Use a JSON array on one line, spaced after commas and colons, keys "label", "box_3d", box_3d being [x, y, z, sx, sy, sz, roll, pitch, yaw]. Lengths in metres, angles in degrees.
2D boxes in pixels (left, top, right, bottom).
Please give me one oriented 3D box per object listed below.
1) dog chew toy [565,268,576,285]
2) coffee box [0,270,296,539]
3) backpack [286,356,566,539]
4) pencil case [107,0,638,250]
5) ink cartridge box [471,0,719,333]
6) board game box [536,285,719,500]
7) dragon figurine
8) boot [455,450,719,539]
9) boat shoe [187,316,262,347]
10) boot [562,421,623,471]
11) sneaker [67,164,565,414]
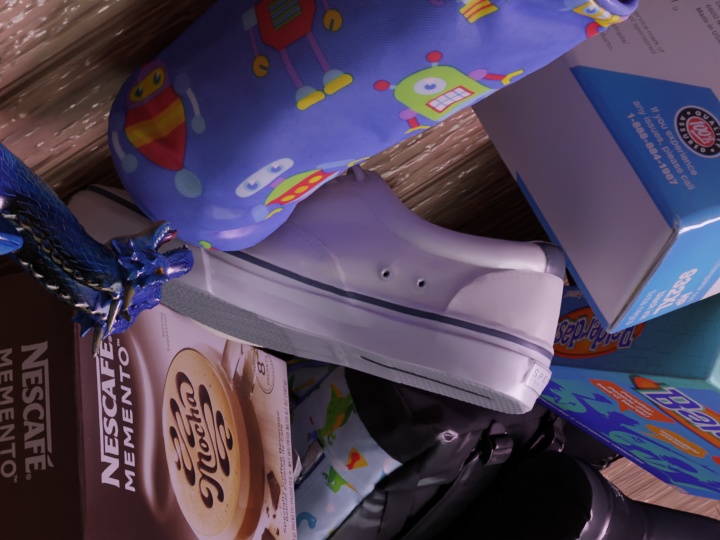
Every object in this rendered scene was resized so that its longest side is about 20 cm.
[{"label": "dog chew toy", "box_3d": [0.156, -0.012, 0.958, 0.124, 0.125, 0.200, -24, 164, -13]}, {"label": "coffee box", "box_3d": [-0.102, 0.078, 0.816, 0.079, 0.114, 0.200, -10, 163, 20]}, {"label": "backpack", "box_3d": [-0.012, 0.110, 0.992, 0.163, 0.154, 0.201, -7, 133, -58]}, {"label": "pencil case", "box_3d": [0.004, -0.076, 0.656, 0.199, 0.078, 0.087, -31, 142, 33]}, {"label": "ink cartridge box", "box_3d": [0.158, -0.081, 0.782, 0.199, 0.146, 0.084, -19, 155, -24]}, {"label": "board game box", "box_3d": [0.159, 0.061, 0.879, 0.045, 0.152, 0.200, -63, -157, -13]}, {"label": "dragon figurine", "box_3d": [-0.146, -0.014, 0.626, 0.199, 0.100, 0.059, -5, 146, -43]}, {"label": "boot", "box_3d": [0.093, 0.189, 0.987, 0.200, 0.076, 0.168, -49, 137, 10]}, {"label": "boat shoe", "box_3d": [0.000, 0.000, 0.863, 0.063, 0.071, 0.199, -45, 148, 25]}, {"label": "boot", "box_3d": [0.083, 0.134, 1.051, 0.073, 0.154, 0.203, 37, 149, -22]}, {"label": "sneaker", "box_3d": [-0.016, -0.006, 0.749, 0.073, 0.199, 0.071, 82, 27, -75]}]
